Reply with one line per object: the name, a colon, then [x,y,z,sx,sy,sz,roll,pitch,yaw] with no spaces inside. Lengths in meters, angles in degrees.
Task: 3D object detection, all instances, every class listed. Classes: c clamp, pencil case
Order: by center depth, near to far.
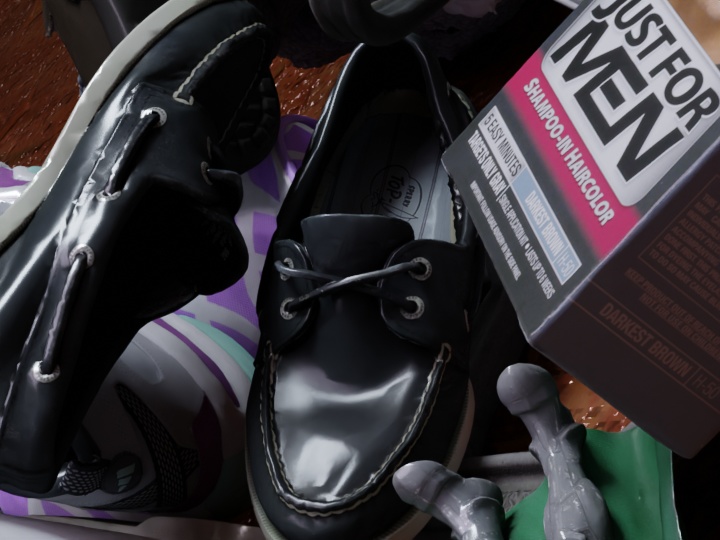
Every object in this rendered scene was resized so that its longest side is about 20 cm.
c clamp: [0.069,0.010,0.770,0.172,0.027,0.200,-59,20,-14]
pencil case: [-0.057,0.032,0.951,0.200,0.085,0.084,-45,59,24]

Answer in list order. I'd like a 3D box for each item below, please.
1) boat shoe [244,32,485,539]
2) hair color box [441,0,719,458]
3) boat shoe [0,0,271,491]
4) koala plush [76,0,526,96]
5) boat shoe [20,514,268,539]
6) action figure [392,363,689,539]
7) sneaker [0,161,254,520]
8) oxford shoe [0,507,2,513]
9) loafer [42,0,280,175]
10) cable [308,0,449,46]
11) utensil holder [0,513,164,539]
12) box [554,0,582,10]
boat shoe: [0.002,0.000,0.790,0.074,0.066,0.200,2,44,19]
hair color box: [0.114,-0.063,0.615,0.200,0.061,0.099,-47,28,14]
boat shoe: [-0.069,-0.010,0.783,0.200,0.066,0.075,-52,-21,-41]
koala plush: [-0.005,-0.139,1.000,0.199,0.185,0.177,3,32,36]
boat shoe: [-0.069,0.115,0.848,0.200,0.072,0.063,-10,71,60]
action figure: [0.050,0.109,0.605,0.118,0.055,0.201,-47,31,24]
sneaker: [-0.132,0.016,0.867,0.199,0.139,0.078,32,107,36]
oxford shoe: [-0.192,0.175,0.956,0.073,0.084,0.201,-134,54,-66]
loafer: [-0.094,-0.113,0.920,0.071,0.073,0.201,-39,61,46]
cable: [0.035,-0.119,0.866,0.050,0.098,0.200,19,43,30]
utensil holder: [-0.144,0.144,0.714,0.170,0.199,0.171,-21,64,54]
box: [0.090,-0.169,0.761,0.035,0.201,0.110,-21,36,-33]
